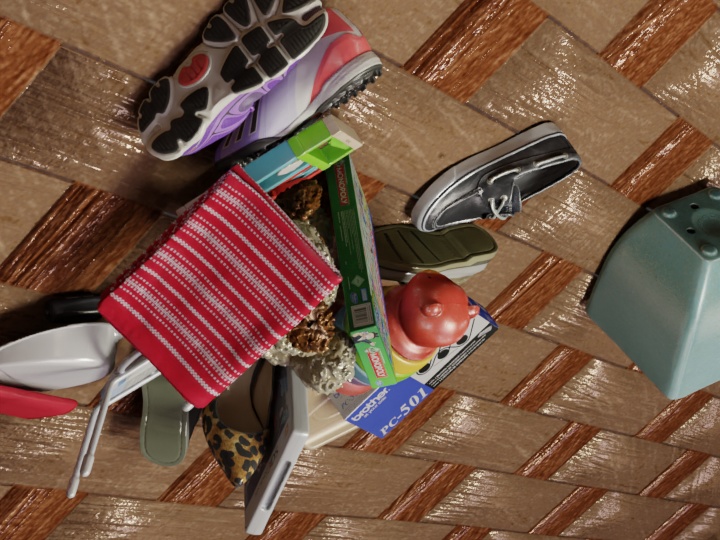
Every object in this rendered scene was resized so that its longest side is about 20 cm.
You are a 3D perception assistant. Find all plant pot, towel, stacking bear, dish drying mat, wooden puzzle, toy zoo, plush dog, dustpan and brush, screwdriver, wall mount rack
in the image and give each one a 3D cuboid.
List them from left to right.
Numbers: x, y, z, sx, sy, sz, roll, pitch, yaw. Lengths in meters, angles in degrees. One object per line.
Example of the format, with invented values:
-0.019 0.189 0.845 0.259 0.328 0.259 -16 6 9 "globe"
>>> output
-0.367 0.117 1.529 0.076 0.018 0.200 -7 163 32 "dish drying mat"
-0.259 0.071 1.545 0.199 0.058 0.140 -8 165 5 "dustpan and brush"
-0.227 0.137 1.562 0.173 0.075 0.200 -33 173 -24 "wall mount rack"
-0.222 0.031 1.578 0.199 0.028 0.029 -7 169 -36 "screwdriver"
-0.131 0.019 1.440 0.200 0.145 0.022 -42 -176 22 "towel"
-0.096 -0.080 1.497 0.199 0.021 0.131 -32 174 8 "toy zoo"
-0.078 0.010 1.527 0.160 0.201 0.172 -3 157 -20 "plush dog"
-0.002 0.113 1.920 0.185 0.046 0.201 -25 145 -18 "wooden puzzle"
0.040 0.060 1.712 0.121 0.114 0.200 11 157 -35 "stacking bear"
0.440 0.009 2.089 0.195 0.196 0.201 -20 138 -25 "plant pot"

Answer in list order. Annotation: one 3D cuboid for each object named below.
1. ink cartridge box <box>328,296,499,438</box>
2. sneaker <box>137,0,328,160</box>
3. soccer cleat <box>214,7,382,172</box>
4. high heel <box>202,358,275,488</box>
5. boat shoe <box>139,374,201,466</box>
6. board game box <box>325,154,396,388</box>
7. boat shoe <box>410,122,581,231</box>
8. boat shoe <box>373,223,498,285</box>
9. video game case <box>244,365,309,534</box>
0.064 0.109 1.894 0.200 0.044 0.094 -44 145 10 "ink cartridge box"
-0.108 -0.173 1.380 0.200 0.081 0.083 -37 168 18 "sneaker"
-0.068 -0.159 1.443 0.200 0.073 0.068 -34 175 34 "soccer cleat"
-0.115 0.114 1.663 0.071 0.201 0.143 12 136 -16 "high heel"
-0.198 0.120 1.709 0.071 0.061 0.202 17 127 -1 "boat shoe"
0.000 0.000 1.598 0.029 0.201 0.135 -12 151 6 "board game box"
0.152 -0.089 1.755 0.199 0.068 0.072 -28 150 -13 "boat shoe"
0.069 -0.006 1.784 0.199 0.075 0.069 -2 136 -41 "boat shoe"
-0.096 0.155 1.735 0.023 0.201 0.183 11 133 -16 "video game case"
